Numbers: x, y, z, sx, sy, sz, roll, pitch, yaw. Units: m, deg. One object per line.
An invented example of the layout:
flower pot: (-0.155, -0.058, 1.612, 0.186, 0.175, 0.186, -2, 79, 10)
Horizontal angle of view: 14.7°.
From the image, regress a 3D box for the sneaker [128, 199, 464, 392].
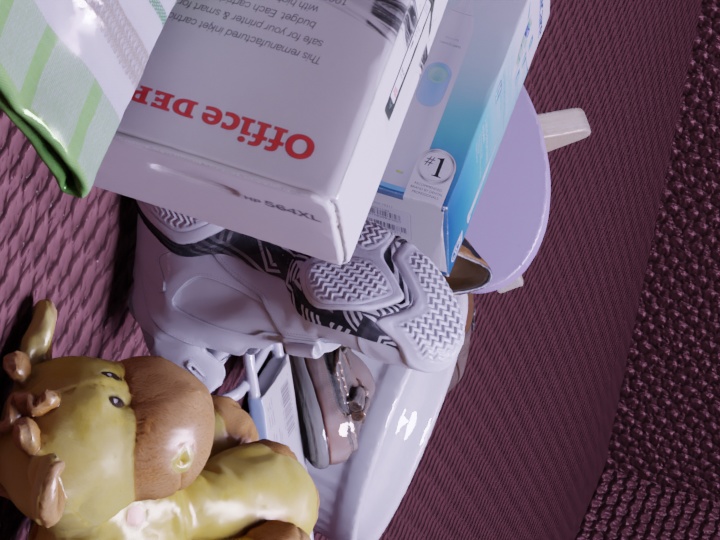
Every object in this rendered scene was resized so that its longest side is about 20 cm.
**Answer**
sneaker: (-0.040, 0.023, 1.469, 0.075, 0.199, 0.115, -40, 153, -49)

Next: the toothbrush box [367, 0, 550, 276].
toothbrush box: (0.017, -0.118, 1.657, 0.085, 0.146, 0.201, 87, 24, -61)

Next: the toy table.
toy table: (0.066, -0.076, 1.921, 0.117, 0.183, 0.201, 36, 45, -77)

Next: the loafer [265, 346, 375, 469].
loafer: (-0.020, 0.063, 1.753, 0.200, 0.062, 0.072, -121, -157, -68)

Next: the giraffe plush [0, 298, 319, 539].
giraffe plush: (-0.123, 0.101, 1.367, 0.199, 0.172, 0.163, -29, 136, -22)

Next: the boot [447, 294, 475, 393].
boot: (0.067, 0.020, 2.331, 0.146, 0.070, 0.201, -68, 171, -54)

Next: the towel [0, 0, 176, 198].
towel: (-0.107, -0.151, 1.197, 0.149, 0.031, 0.201, 55, 50, -53)

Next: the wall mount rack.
wall mount rack: (-0.083, 0.119, 1.634, 0.174, 0.074, 0.201, -57, 141, -63)

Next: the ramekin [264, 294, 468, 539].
ramekin: (-0.007, 0.088, 1.930, 0.200, 0.097, 0.201, 21, 90, -80)

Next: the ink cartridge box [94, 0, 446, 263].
ink cartridge box: (-0.043, -0.123, 1.318, 0.084, 0.145, 0.201, 79, 30, -68)

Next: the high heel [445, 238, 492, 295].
high heel: (0.000, 0.000, 1.749, 0.200, 0.142, 0.072, -45, 150, -67)
